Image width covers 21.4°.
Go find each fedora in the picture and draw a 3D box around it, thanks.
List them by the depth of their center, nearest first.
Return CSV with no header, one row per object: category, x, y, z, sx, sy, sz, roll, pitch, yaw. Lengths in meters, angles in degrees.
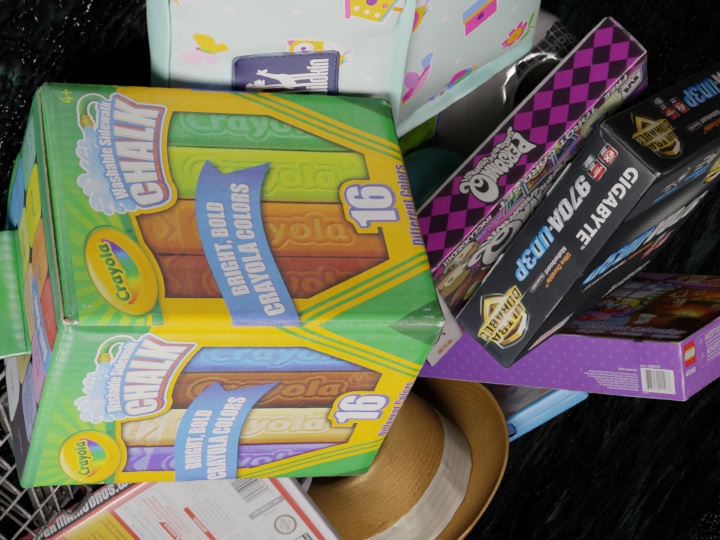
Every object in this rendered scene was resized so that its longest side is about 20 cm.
fedora,-0.001,0.119,1.222,0.201,0.200,0.082,-50,123,-18

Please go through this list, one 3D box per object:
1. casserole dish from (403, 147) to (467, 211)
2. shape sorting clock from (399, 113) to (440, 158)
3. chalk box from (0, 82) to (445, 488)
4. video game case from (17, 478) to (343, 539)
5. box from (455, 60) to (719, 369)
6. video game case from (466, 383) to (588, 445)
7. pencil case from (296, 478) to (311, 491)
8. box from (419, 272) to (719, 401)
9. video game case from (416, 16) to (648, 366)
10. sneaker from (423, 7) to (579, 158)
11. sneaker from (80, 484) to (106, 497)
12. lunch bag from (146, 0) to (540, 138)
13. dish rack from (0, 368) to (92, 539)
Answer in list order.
casserole dish,0.000,0.000,1.118,0.121,0.039,0.200,-36,163,-48
shape sorting clock,-0.012,-0.067,1.045,0.200,0.039,0.200,-46,169,-12
chalk box,-0.085,0.007,0.790,0.199,0.125,0.124,0,144,-20
video game case,-0.115,0.167,1.002,0.199,0.017,0.143,-32,132,2
box,0.156,-0.039,1.123,0.200,0.046,0.159,-28,158,-53
video game case,0.065,0.105,1.314,0.199,0.018,0.143,-31,-168,12
pencil case,-0.084,0.176,1.182,0.083,0.091,0.201,-1,132,-17
box,0.147,0.036,1.207,0.137,0.199,0.039,-24,111,-50
video game case,0.088,-0.039,1.100,0.200,0.036,0.181,-46,166,-3
sneaker,0.063,-0.073,1.157,0.076,0.080,0.201,-28,147,-56
sneaker,-0.095,0.041,0.998,0.096,0.079,0.201,-64,175,-54
lunch bag,-0.011,-0.130,0.836,0.200,0.122,0.171,-36,156,-25
dish rack,-0.198,0.115,0.878,0.200,0.054,0.154,-49,161,-24
